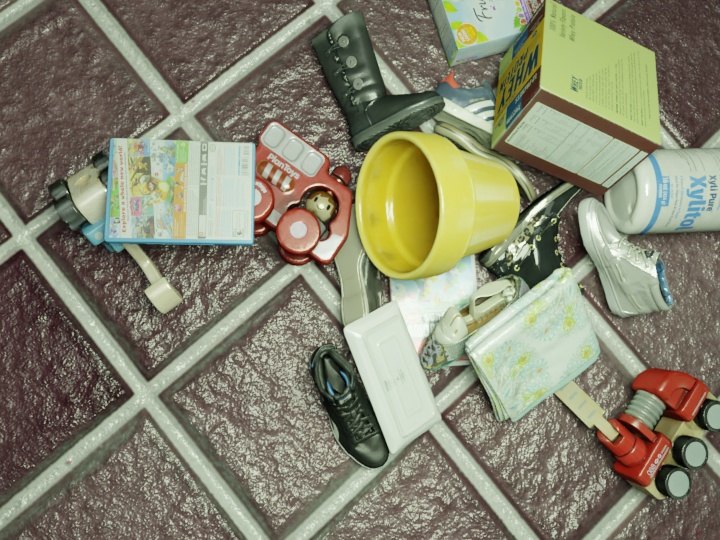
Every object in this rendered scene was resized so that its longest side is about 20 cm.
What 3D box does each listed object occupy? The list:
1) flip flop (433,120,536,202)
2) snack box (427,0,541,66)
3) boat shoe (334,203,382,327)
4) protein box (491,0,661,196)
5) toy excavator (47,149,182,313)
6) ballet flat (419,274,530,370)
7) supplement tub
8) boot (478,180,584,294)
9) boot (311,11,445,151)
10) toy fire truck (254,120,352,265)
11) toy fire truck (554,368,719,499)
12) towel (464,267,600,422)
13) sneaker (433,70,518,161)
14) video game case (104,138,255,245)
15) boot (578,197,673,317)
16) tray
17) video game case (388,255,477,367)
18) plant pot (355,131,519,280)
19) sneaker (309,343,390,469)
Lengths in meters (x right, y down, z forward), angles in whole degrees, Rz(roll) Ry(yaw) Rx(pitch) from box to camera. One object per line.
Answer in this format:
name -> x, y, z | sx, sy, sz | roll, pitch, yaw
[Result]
flip flop -> 0.194, -0.167, 0.990 | 0.199, 0.081, 0.058 | 35, 97, 3
snack box -> 0.201, -0.467, 1.037 | 0.166, 0.068, 0.203 | -16, 82, -7
boat shoe -> 0.000, 0.000, 0.961 | 0.066, 0.057, 0.204 | -9, 76, 30
protein box -> 0.323, -0.259, 0.935 | 0.197, 0.135, 0.201 | 20, 58, -11
toy excavator -> -0.348, -0.051, 0.918 | 0.099, 0.201, 0.194 | -37, 41, -8
ballet flat -> 0.163, 0.069, 0.920 | 0.199, 0.072, 0.073 | -34, 85, 0
supplement tub -> 0.505, -0.126, 0.976 | 0.196, 0.132, 0.134 | -3, 81, -4
boot -> 0.305, -0.032, 0.977 | 0.203, 0.073, 0.154 | -41, 89, -4
boot -> 0.027, -0.317, 0.985 | 0.163, 0.066, 0.203 | -22, 81, 13
toy fire truck -> -0.097, -0.112, 0.936 | 0.198, 0.112, 0.169 | 33, 79, 1
toy fire truck -> 0.411, 0.211, 0.933 | 0.199, 0.129, 0.177 | 39, 80, -8
towel -> 0.258, 0.117, 0.913 | 0.199, 0.048, 0.172 | -36, 124, -7
sneaker -> 0.210, -0.254, 1.000 | 0.198, 0.075, 0.085 | 31, 84, 1
video game case -> -0.246, -0.108, 0.852 | 0.196, 0.018, 0.146 | 1, 81, -7
boot -> 0.411, -0.026, 0.946 | 0.073, 0.095, 0.202 | -36, 105, -39
tray -> 0.054, 0.156, 0.912 | 0.106, 0.022, 0.203 | -25, 96, -31
video game case -> 0.116, 0.049, 0.975 | 0.140, 0.017, 0.204 | -3, 81, -5
plant pot -> 0.121, -0.095, 0.893 | 0.186, 0.200, 0.204 | -6, 80, -33
sneaker -> -0.019, 0.202, 0.892 | 0.072, 0.112, 0.202 | -29, 84, -7
